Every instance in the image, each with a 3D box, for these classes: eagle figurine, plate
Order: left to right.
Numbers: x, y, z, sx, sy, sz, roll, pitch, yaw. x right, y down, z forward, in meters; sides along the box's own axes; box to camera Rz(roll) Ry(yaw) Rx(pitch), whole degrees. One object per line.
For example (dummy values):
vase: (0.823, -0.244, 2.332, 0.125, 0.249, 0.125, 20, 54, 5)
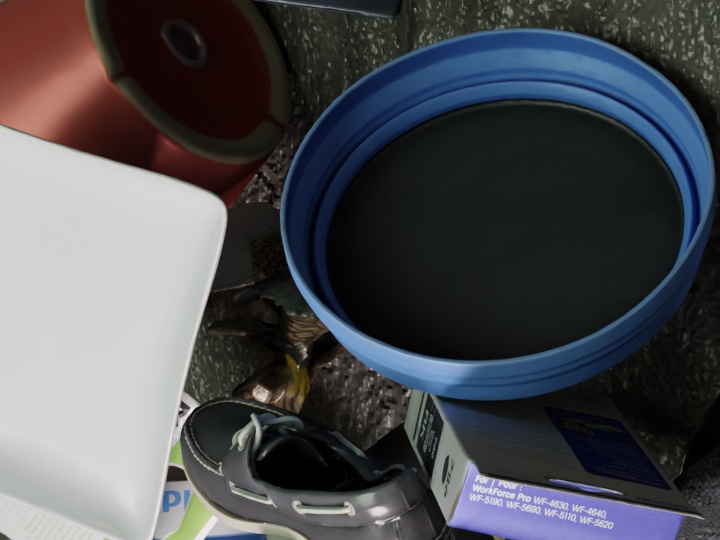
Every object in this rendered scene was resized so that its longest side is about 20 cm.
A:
plate: (-0.171, 0.017, 1.301, 0.199, 0.032, 0.200, 19, 117, 9)
eagle figurine: (0.007, 0.001, 1.330, 0.200, 0.150, 0.152, -52, 48, 54)

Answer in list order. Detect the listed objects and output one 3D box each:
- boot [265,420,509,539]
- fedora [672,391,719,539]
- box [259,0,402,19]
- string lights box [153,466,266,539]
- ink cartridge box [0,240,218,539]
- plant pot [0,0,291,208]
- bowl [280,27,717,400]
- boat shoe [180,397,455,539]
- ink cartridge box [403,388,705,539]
boot: (0.042, 0.175, 1.301, 0.138, 0.077, 0.201, -26, 80, 15)
fedora: (0.190, 0.123, 1.154, 0.200, 0.091, 0.202, 13, 108, 48)
box: (-0.042, -0.240, 1.295, 0.107, 0.148, 0.201, -105, 23, -67)
string lights box: (-0.070, 0.202, 1.462, 0.059, 0.102, 0.201, -141, 50, -71)
ink cartridge box: (-0.153, 0.067, 1.378, 0.200, 0.076, 0.148, 37, 119, -2)
plant pot: (-0.146, -0.079, 1.453, 0.177, 0.200, 0.201, -36, 70, 37)
bowl: (0.064, -0.026, 1.213, 0.201, 0.200, 0.039, 43, 160, 36)
boat shoe: (-0.025, 0.088, 1.224, 0.200, 0.073, 0.063, 28, 142, 52)
ink cartridge box: (0.080, 0.088, 1.160, 0.200, 0.099, 0.039, -116, 39, -78)
